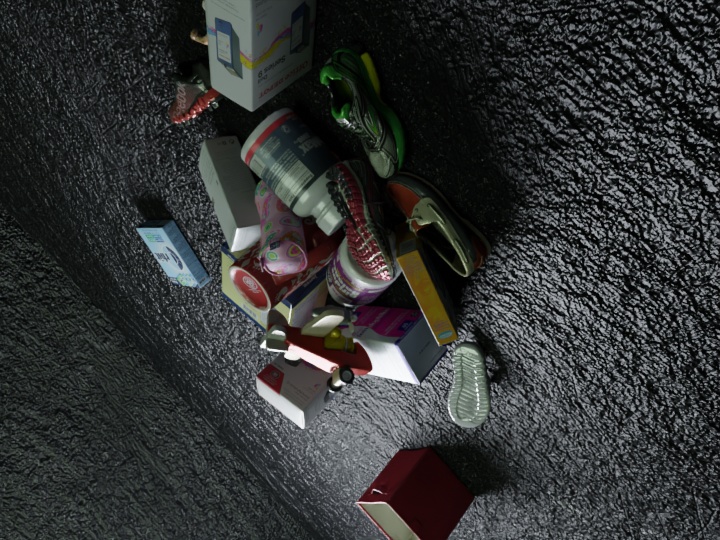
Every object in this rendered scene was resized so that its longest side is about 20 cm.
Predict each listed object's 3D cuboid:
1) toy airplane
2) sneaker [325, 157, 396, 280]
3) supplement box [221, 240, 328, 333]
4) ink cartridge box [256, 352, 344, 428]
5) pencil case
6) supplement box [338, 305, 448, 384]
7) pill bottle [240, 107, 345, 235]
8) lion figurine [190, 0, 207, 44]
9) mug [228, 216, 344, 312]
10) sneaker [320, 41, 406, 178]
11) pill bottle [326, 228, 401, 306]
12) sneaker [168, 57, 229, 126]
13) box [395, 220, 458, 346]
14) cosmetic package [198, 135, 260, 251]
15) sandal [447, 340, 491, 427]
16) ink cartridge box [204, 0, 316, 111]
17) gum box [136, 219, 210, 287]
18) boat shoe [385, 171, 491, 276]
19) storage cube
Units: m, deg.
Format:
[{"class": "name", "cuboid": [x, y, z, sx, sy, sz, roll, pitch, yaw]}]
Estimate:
[{"class": "toy airplane", "cuboid": [-0.086, 0.121, 1.198, 0.199, 0.142, 0.199, 4, 143, 28]}, {"class": "sneaker", "cuboid": [0.019, -0.078, 0.997, 0.080, 0.074, 0.201, 0, 112, 56]}, {"class": "supplement box", "cuboid": [-0.182, 0.022, 1.369, 0.200, 0.134, 0.200, 38, 148, 13]}, {"class": "ink cartridge box", "cuboid": [-0.121, 0.241, 1.483, 0.147, 0.200, 0.086, 30, 145, 24]}, {"class": "pencil case", "cuboid": [-0.142, -0.080, 1.112, 0.088, 0.087, 0.201, 84, 176, -46]}, {"class": "supplement box", "cuboid": [0.054, 0.142, 1.256, 0.199, 0.101, 0.104, -1, 125, 50]}, {"class": "pill bottle", "cuboid": [-0.091, -0.161, 1.068, 0.200, 0.120, 0.120, 45, 149, 1]}, {"class": "lion figurine", "cuboid": [-0.206, -0.406, 0.990, 0.122, 0.073, 0.200, 28, 161, 5]}, {"class": "mug", "cuboid": [-0.135, -0.034, 1.188, 0.133, 0.200, 0.178, 45, 149, 3]}, {"class": "sneaker", "cuboid": [-0.002, -0.219, 0.928, 0.078, 0.085, 0.201, 2, 128, 49]}, {"class": "pill bottle", "cuboid": [0.000, 0.000, 1.139, 0.112, 0.112, 0.200, 44, 157, 3]}, {"class": "sneaker", "cuboid": [-0.311, -0.333, 1.183, 0.200, 0.071, 0.098, -9, 120, 51]}, {"class": "box", "cuboid": [0.113, 0.027, 1.045, 0.041, 0.119, 0.201, -23, 116, 14]}, {"class": "cosmetic package", "cuboid": [-0.248, -0.150, 1.245, 0.201, 0.074, 0.102, 67, 154, 18]}, {"class": "sandal", "cuboid": [0.213, 0.214, 1.205, 0.082, 0.050, 0.204, 13, 125, 21]}, {"class": "ink cartridge box", "cuboid": [-0.135, -0.347, 0.883, 0.087, 0.145, 0.200, 35, 146, 14]}, {"class": "gum box", "cuboid": [-0.524, -0.048, 1.786, 0.169, 0.045, 0.201, 3, 128, 48]}, {"class": "boat shoe", "cuboid": [0.110, -0.073, 0.983, 0.200, 0.063, 0.071, 43, 151, 8]}, {"class": "storage cube", "cuboid": [0.133, 0.562, 1.564, 0.200, 0.180, 0.171, 49, 149, -3]}]
